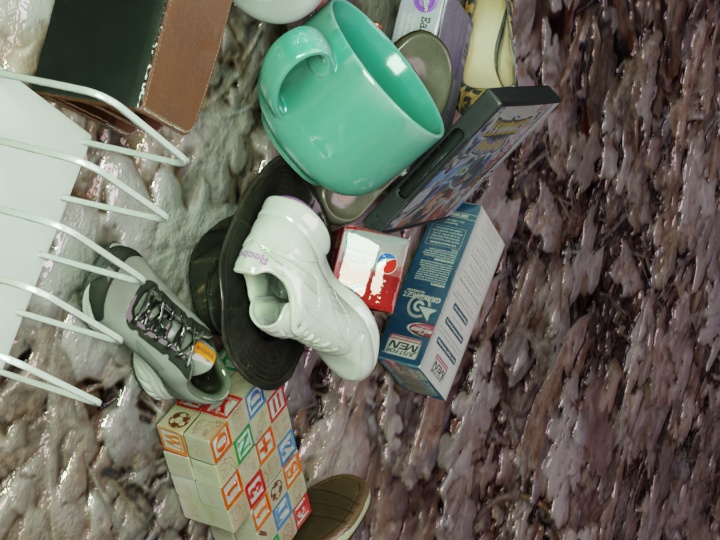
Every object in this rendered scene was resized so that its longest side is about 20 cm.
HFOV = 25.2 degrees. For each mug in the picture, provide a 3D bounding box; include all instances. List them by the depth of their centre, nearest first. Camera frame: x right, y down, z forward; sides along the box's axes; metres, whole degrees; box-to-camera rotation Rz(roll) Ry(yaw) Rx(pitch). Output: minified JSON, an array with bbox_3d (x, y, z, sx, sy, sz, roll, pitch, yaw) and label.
[{"bbox_3d":[-0.028,-0.150,1.393,0.185,0.114,0.153,41,21,-29],"label":"mug"}]

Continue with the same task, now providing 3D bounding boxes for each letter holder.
[{"bbox_3d":[-0.146,-0.205,1.219,0.142,0.100,0.202,25,78,-64],"label":"letter holder"}]

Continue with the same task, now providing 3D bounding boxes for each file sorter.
[{"bbox_3d":[-0.223,-0.023,1.129,0.139,0.123,0.202,40,66,-60],"label":"file sorter"}]

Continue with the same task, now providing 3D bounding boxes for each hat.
[{"bbox_3d":[-0.100,0.001,1.407,0.200,0.080,0.203,-12,103,-62],"label":"hat"}]

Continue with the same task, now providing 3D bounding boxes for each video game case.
[{"bbox_3d":[0.104,-0.111,1.598,0.181,0.026,0.200,-46,169,21],"label":"video game case"}]

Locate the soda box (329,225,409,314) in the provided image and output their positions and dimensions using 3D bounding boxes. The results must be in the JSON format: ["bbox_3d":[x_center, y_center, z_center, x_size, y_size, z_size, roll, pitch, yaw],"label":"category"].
[{"bbox_3d":[0.000,0.000,1.520,0.200,0.063,0.071,168,-64,-86],"label":"soda box"}]

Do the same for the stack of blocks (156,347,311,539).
[{"bbox_3d":[-0.113,0.186,1.490,0.115,0.058,0.201,-51,143,-40],"label":"stack of blocks"}]

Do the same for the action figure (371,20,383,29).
[{"bbox_3d":[-0.020,-0.142,1.541,0.202,0.051,0.066,-65,155,-17],"label":"action figure"}]

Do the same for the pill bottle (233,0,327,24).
[{"bbox_3d":[-0.033,-0.295,1.380,0.200,0.111,0.114,-43,137,-47],"label":"pill bottle"}]

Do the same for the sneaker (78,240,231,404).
[{"bbox_3d":[-0.163,0.045,1.318,0.074,0.079,0.201,-62,147,-23],"label":"sneaker"}]

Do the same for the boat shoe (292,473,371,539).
[{"bbox_3d":[-0.061,0.292,1.627,0.202,0.074,0.075,-43,141,-30],"label":"boat shoe"}]

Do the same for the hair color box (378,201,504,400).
[{"bbox_3d":[0.091,0.031,1.803,0.202,0.060,0.100,-68,151,-18],"label":"hair color box"}]

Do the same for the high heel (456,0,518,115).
[{"bbox_3d":[0.136,-0.243,1.717,0.201,0.071,0.144,-88,179,-59],"label":"high heel"}]

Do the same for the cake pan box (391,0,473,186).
[{"bbox_3d":[0.063,-0.184,1.627,0.184,0.052,0.202,6,97,-80],"label":"cake pan box"}]

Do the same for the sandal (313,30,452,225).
[{"bbox_3d":[0.025,-0.129,1.494,0.082,0.055,0.201,39,83,-23],"label":"sandal"}]

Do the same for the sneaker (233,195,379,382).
[{"bbox_3d":[-0.051,0.034,1.356,0.100,0.074,0.201,-57,135,-32],"label":"sneaker"}]
